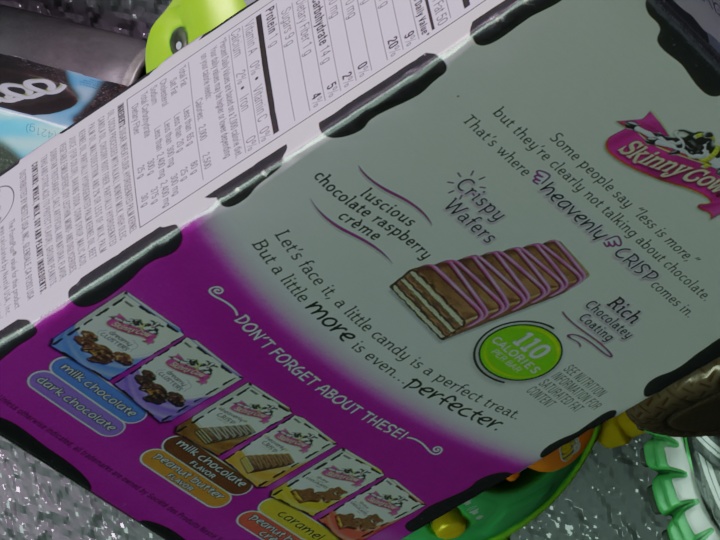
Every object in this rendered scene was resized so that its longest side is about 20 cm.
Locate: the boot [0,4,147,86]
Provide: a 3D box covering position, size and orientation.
[{"bbox_3d":[-0.148,-0.089,0.999,0.200,0.073,0.182,23,139,41],"label":"boot"}]

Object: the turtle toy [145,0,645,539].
[{"bbox_3d":[0.000,0.000,0.828,0.146,0.101,0.200,-22,94,13],"label":"turtle toy"}]

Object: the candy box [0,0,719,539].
[{"bbox_3d":[0.012,-0.009,0.695,0.200,0.136,0.061,-31,45,22],"label":"candy box"}]

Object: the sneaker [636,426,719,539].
[{"bbox_3d":[0.121,0.024,0.799,0.085,0.078,0.200,-18,99,44],"label":"sneaker"}]

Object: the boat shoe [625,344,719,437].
[{"bbox_3d":[0.150,-0.024,0.729,0.200,0.072,0.076,-26,71,17],"label":"boat shoe"}]

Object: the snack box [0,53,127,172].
[{"bbox_3d":[-0.059,0.003,0.931,0.200,0.037,0.116,15,125,8],"label":"snack box"}]

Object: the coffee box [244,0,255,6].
[{"bbox_3d":[0.032,-0.138,0.673,0.080,0.114,0.200,61,160,15],"label":"coffee box"}]
